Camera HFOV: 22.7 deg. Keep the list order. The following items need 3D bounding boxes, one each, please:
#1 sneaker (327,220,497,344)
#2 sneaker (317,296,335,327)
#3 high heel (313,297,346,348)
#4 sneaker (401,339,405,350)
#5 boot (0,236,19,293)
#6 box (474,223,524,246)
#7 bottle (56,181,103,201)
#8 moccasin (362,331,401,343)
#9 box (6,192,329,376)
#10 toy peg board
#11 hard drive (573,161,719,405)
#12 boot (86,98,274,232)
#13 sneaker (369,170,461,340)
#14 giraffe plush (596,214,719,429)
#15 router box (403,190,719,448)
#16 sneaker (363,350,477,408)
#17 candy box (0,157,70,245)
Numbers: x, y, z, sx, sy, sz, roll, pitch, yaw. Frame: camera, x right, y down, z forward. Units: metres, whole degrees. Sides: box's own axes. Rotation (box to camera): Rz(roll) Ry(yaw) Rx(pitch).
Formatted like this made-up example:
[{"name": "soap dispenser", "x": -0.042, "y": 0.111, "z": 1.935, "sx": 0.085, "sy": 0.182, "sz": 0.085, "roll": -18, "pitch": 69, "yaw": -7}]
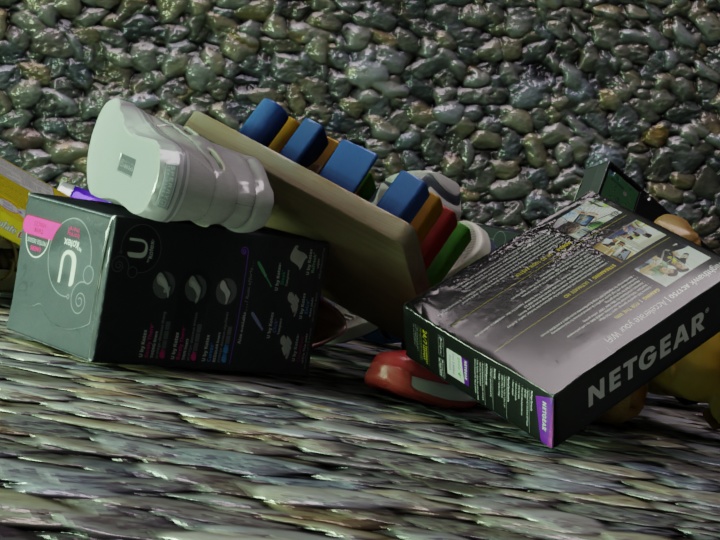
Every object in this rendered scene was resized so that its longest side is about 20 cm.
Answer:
[{"name": "sneaker", "x": 0.048, "y": 0.029, "z": 1.618, "sx": 0.199, "sy": 0.075, "sz": 0.084, "roll": -23, "pitch": -41, "yaw": 29}, {"name": "sneaker", "x": -0.121, "y": 0.023, "z": 1.610, "sx": 0.198, "sy": 0.072, "sz": 0.073, "roll": 1, "pitch": 42, "yaw": 5}, {"name": "high heel", "x": -0.041, "y": 0.039, "z": 1.475, "sx": 0.095, "sy": 0.068, "sz": 0.200, "roll": -1, "pitch": -10, "yaw": -12}, {"name": "sneaker", "x": 0.090, "y": 0.068, "z": 1.534, "sx": 0.083, "sy": 0.077, "sz": 0.199, "roll": -23, "pitch": -11, "yaw": 30}, {"name": "boot", "x": -0.294, "y": -0.008, "z": 1.547, "sx": 0.154, "sy": 0.073, "sz": 0.200, "roll": 10, "pitch": 0, "yaw": -23}, {"name": "box", "x": 0.171, "y": 0.027, "z": 1.741, "sx": 0.105, "sy": 0.123, "sz": 0.199, "roll": 8, "pitch": 3, "yaw": -36}, {"name": "bottle", "x": -0.196, "y": -0.024, "z": 1.675, "sx": 0.199, "sy": 0.084, "sz": 0.065, "roll": 23, "pitch": 15, "yaw": -8}, {"name": "moccasin", "x": 0.055, "y": 0.034, "z": 1.729, "sx": 0.199, "sy": 0.081, "sz": 0.068, "roll": 12, "pitch": 28, "yaw": 40}, {"name": "box", "x": -0.139, "y": 0.011, "z": 1.316, "sx": 0.199, "sy": 0.107, "sz": 0.122, "roll": 7, "pitch": 5, "yaw": -42}, {"name": "toy peg board", "x": -0.012, "y": -0.056, "z": 1.385, "sx": 0.199, "sy": 0.098, "sz": 0.199, "roll": 28, "pitch": -19, "yaw": 21}, {"name": "hard drive", "x": 0.261, "y": 0.013, "z": 1.637, "sx": 0.200, "sy": 0.140, "sz": 0.038, "roll": 37, "pitch": -31, "yaw": -26}, {"name": "boot", "x": -0.129, "y": -0.067, "z": 1.273, "sx": 0.095, "sy": 0.074, "sz": 0.200, "roll": 15, "pitch": 12, "yaw": -26}, {"name": "sneaker", "x": 0.000, "y": 0.000, "z": 1.522, "sx": 0.198, "sy": 0.131, "sz": 0.079, "roll": -11, "pitch": -23, "yaw": 34}, {"name": "giraffe plush", "x": 0.276, "y": 0.074, "z": 1.410, "sx": 0.161, "sy": 0.173, "sz": 0.201, "roll": 22, "pitch": -27, "yaw": 25}, {"name": "router box", "x": 0.151, "y": 0.029, "z": 1.276, "sx": 0.199, "sy": 0.051, "sz": 0.149, "roll": -30, "pitch": 42, "yaw": -30}, {"name": "sneaker", "x": 0.078, "y": 0.042, "z": 1.367, "sx": 0.078, "sy": 0.117, "sz": 0.199, "roll": 12, "pitch": 3, "yaw": 34}, {"name": "candy box", "x": -0.283, "y": -0.052, "z": 1.506, "sx": 0.199, "sy": 0.026, "sz": 0.102, "roll": 31, "pitch": 16, "yaw": -26}]
